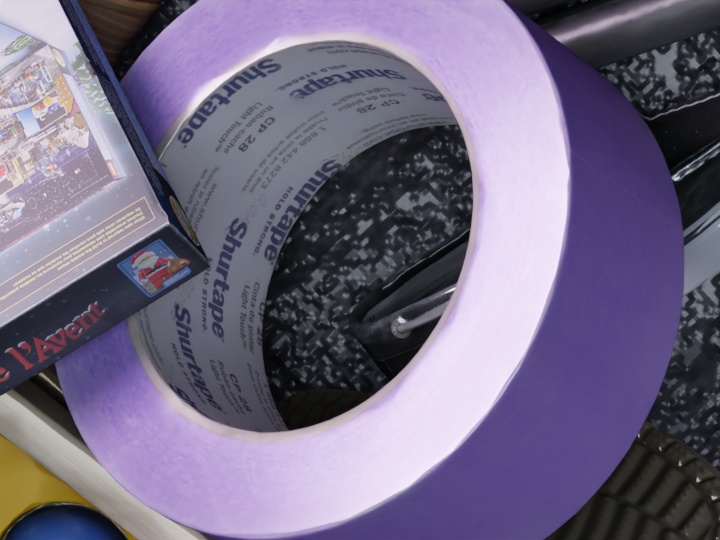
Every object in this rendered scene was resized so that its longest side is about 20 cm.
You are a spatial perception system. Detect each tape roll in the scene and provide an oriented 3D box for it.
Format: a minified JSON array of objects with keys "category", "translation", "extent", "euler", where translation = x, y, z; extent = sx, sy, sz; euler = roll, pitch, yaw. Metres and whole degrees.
[{"category":"tape roll","translation":[0.000,0.000,0.940],"extent":[0.200,0.085,0.200],"euler":[-12,66,29]}]

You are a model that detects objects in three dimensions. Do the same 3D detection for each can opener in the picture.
[{"category":"can opener","translation":[0.127,-0.117,1.001],"extent":[0.200,0.067,0.053],"euler":[-18,108,19]}]

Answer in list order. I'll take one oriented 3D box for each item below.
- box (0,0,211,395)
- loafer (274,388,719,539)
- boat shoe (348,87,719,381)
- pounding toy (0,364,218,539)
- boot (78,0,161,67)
[{"category":"box","translation":[-0.165,-0.008,0.945],"extent":[0.200,0.038,0.137],"euler":[-31,61,5]},{"category":"loafer","translation":[0.049,0.089,0.983],"extent":[0.200,0.076,0.068],"euler":[12,143,34]},{"category":"boat shoe","translation":[0.084,-0.024,1.002],"extent":[0.199,0.074,0.068],"euler":[-35,109,18]},{"category":"pounding toy","translation":[-0.168,0.109,1.009],"extent":[0.200,0.142,0.184],"euler":[38,100,-2]},{"category":"boot","translation":[-0.143,-0.163,0.995],"extent":[0.200,0.077,0.155],"euler":[30,102,-3]}]
